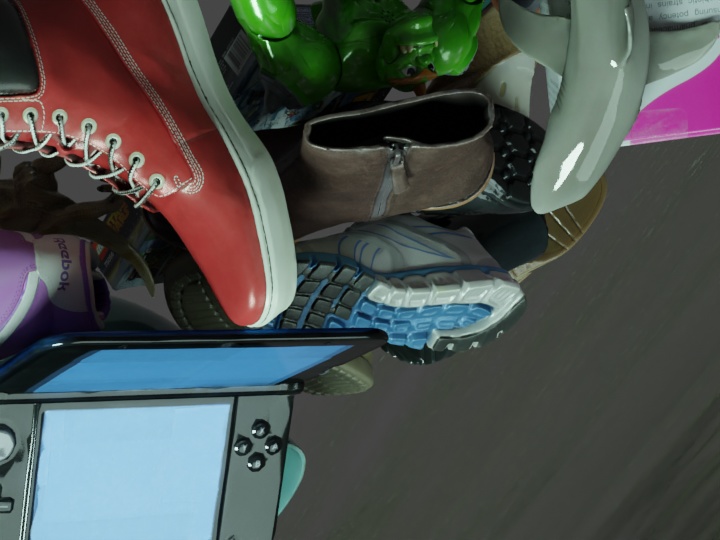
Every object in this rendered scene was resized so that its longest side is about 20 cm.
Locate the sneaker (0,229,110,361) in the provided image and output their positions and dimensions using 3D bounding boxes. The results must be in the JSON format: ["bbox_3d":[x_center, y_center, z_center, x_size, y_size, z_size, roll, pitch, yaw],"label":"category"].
[{"bbox_3d":[-0.199,0.033,1.047,0.114,0.073,0.200,0,163,-25],"label":"sneaker"}]

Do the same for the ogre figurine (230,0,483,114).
[{"bbox_3d":[0.006,-0.155,1.038,0.200,0.098,0.121,-27,121,-51],"label":"ogre figurine"}]

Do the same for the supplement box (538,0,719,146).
[{"bbox_3d":[0.146,-0.173,1.044,0.101,0.201,0.103,-6,-171,1],"label":"supplement box"}]

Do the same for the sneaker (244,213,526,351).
[{"bbox_3d":[0.000,0.000,1.163,0.199,0.087,0.075,5,133,-33],"label":"sneaker"}]

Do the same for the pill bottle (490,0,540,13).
[{"bbox_3d":[0.168,-0.204,1.177,0.199,0.106,0.106,-21,151,-33],"label":"pill bottle"}]

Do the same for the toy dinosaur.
[{"bbox_3d":[-0.178,-0.037,1.076,0.199,0.058,0.101,7,144,-45],"label":"toy dinosaur"}]

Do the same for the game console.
[{"bbox_3d":[-0.103,0.098,1.017,0.199,0.118,0.172,0,105,-30],"label":"game console"}]

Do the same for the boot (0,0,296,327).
[{"bbox_3d":[-0.124,-0.050,0.943,0.144,0.201,0.072,-19,169,-35],"label":"boot"}]

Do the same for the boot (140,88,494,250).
[{"bbox_3d":[-0.027,-0.060,1.016,0.199,0.073,0.166,-7,170,1],"label":"boot"}]

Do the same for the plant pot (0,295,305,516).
[{"bbox_3d":[-0.162,0.114,1.209,0.200,0.161,0.201,-33,158,-15],"label":"plant pot"}]

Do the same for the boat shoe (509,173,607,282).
[{"bbox_3d":[0.105,-0.017,1.487,0.200,0.072,0.072,-45,-172,-9],"label":"boat shoe"}]

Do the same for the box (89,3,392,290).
[{"bbox_3d":[-0.066,-0.075,1.162,0.137,0.040,0.200,-7,142,-47],"label":"box"}]

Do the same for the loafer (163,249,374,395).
[{"bbox_3d":[-0.057,0.020,1.217,0.076,0.068,0.200,-10,152,25],"label":"loafer"}]

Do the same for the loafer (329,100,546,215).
[{"bbox_3d":[0.046,-0.069,1.187,0.200,0.069,0.070,4,167,-42],"label":"loafer"}]

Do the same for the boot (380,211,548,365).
[{"bbox_3d":[0.065,-0.008,1.325,0.168,0.077,0.200,-25,-163,-25],"label":"boot"}]

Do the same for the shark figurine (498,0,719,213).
[{"bbox_3d":[0.108,-0.145,0.956,0.128,0.215,0.090,-23,-168,3],"label":"shark figurine"}]

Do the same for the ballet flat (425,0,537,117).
[{"bbox_3d":[0.065,-0.100,1.259,0.200,0.072,0.068,-45,155,16],"label":"ballet flat"}]
